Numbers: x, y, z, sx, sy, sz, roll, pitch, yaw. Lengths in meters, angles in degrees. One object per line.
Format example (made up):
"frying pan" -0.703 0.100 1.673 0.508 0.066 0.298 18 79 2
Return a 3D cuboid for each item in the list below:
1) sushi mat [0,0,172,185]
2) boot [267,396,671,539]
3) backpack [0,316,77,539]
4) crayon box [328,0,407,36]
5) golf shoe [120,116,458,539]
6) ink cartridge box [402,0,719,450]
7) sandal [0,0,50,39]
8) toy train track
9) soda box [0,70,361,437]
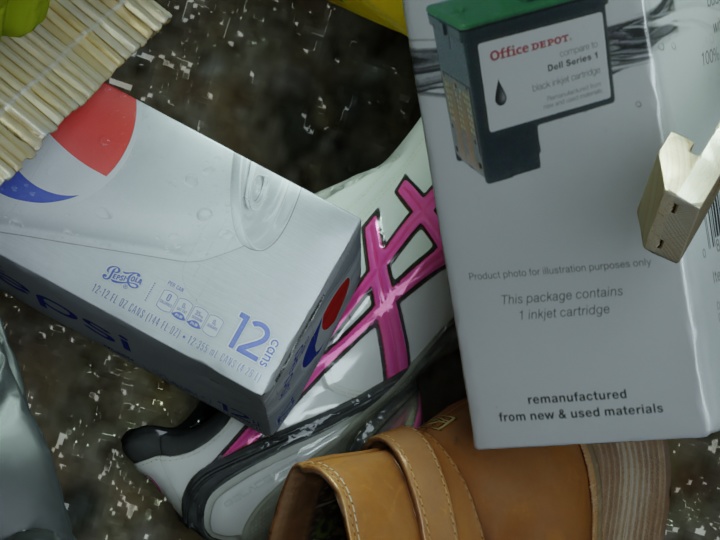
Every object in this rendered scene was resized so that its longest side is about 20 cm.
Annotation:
"sushi mat" -0.154 -0.114 0.826 0.200 0.012 0.096 41 51 -3
"boot" 0.038 0.139 0.883 0.155 0.076 0.201 -8 104 -47
"backpack" -0.189 0.061 0.772 0.199 0.127 0.168 -18 63 -13
"crayon box" 0.003 -0.205 0.898 0.172 0.058 0.201 34 86 -39
"golf shoe" 0.000 0.000 0.926 0.092 0.073 0.201 31 79 -10
"ink cartridge box" 0.083 -0.062 0.861 0.146 0.084 0.201 -23 105 -60
"sandal" -0.096 -0.118 0.779 0.087 0.080 0.200 41 53 13
"toy train track" 0.115 -0.080 0.796 0.032 0.115 0.200 26 50 9
"soda box" -0.099 -0.027 0.871 0.199 0.068 0.064 28 78 8
